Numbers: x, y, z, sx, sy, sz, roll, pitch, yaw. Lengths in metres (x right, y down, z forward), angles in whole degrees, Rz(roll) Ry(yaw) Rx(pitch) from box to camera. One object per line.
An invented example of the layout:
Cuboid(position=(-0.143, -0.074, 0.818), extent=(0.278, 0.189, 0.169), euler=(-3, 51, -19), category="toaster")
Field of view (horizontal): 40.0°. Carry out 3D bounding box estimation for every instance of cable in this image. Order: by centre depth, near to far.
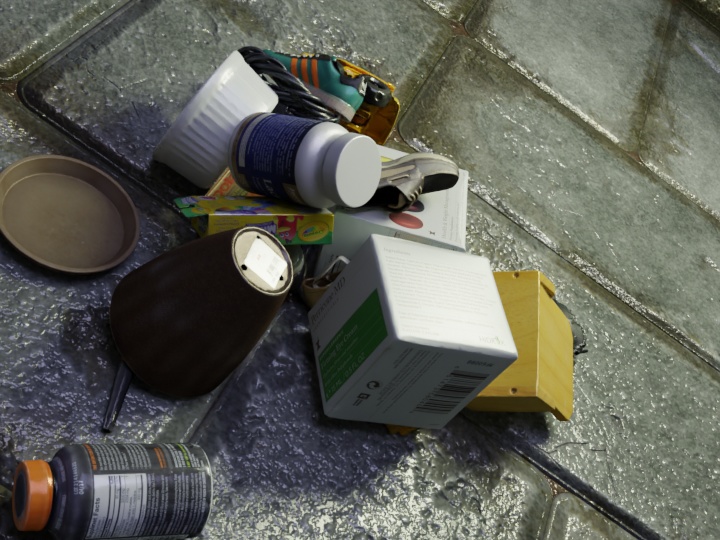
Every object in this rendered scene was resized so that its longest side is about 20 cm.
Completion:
Cuboid(position=(-0.111, -0.278, 1.525), extent=(0.199, 0.163, 0.051), euler=(32, 77, 31), category="cable")

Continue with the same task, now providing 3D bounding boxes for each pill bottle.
Cuboid(position=(-0.270, 0.241, 1.073), extent=(0.199, 0.106, 0.107), euler=(6, 50, -32), category="pill bottle")
Cuboid(position=(-0.075, -0.147, 1.335), extent=(0.199, 0.117, 0.115), euler=(15, 25, 39), category="pill bottle")

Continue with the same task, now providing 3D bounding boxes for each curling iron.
Cuboid(position=(-0.280, 0.118, 1.236), extent=(0.049, 0.026, 0.201), euler=(30, 42, -14), category="curling iron")

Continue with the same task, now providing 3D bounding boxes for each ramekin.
Cuboid(position=(-0.210, -0.216, 1.463), extent=(0.098, 0.200, 0.201), euler=(39, 40, -10), category="ramekin")

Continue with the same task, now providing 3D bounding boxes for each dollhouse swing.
Cuboid(position=(0.232, 0.129, 1.524), extent=(0.180, 0.176, 0.201), euler=(-2, 63, 14), category="dollhouse swing")

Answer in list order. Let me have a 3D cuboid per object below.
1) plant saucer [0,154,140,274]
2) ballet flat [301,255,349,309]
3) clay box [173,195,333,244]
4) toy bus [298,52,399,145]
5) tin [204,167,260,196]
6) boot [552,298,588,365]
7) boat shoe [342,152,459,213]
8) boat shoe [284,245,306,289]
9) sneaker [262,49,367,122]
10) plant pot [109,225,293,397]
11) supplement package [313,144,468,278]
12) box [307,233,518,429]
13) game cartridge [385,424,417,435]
Cuboid(position=(-0.394, -0.071, 1.322), extent=(0.199, 0.030, 0.201), euler=(20, 43, -21), category="plant saucer")
Cuboid(position=(0.000, 0.000, 1.416), extent=(0.063, 0.199, 0.069), euler=(56, 21, -15), category="ballet flat")
Cuboid(position=(-0.147, -0.068, 1.342), extent=(0.198, 0.048, 0.115), euler=(-2, 17, -19), category="clay box")
Cuboid(position=(-0.036, -0.312, 1.734), extent=(0.199, 0.136, 0.192), euler=(25, 29, -11), category="toy bus")
Cuboid(position=(-0.155, -0.116, 1.465), extent=(0.112, 0.042, 0.200), euler=(28, 64, 18), category="tin")
Cuboid(position=(0.283, 0.082, 1.645), extent=(0.162, 0.073, 0.199), euler=(-16, 71, -41), category="boot")
Cuboid(position=(0.051, -0.116, 1.416), extent=(0.198, 0.075, 0.074), euler=(-7, 60, -16), category="boat shoe")
Cuboid(position=(-0.130, -0.061, 1.485), extent=(0.071, 0.061, 0.202), euler=(-17, 56, -4), category="boat shoe")
Cuboid(position=(-0.077, -0.317, 1.598), extent=(0.199, 0.080, 0.071), euler=(32, -4, 16), category="sneaker")
Cuboid(position=(-0.178, 0.033, 1.226), extent=(0.186, 0.200, 0.188), euler=(28, 45, -32), category="plant pot")
Cuboid(position=(0.048, -0.071, 1.521), extent=(0.199, 0.148, 0.192), euler=(15, 43, -7), category="supplement package")
Cuboid(position=(0.065, 0.087, 1.340), extent=(0.199, 0.199, 0.172), euler=(11, 48, -28), category="box")
Cuboid(position=(0.058, 0.134, 1.465), extent=(0.176, 0.032, 0.200), euler=(-19, 65, -44), category="game cartridge")
